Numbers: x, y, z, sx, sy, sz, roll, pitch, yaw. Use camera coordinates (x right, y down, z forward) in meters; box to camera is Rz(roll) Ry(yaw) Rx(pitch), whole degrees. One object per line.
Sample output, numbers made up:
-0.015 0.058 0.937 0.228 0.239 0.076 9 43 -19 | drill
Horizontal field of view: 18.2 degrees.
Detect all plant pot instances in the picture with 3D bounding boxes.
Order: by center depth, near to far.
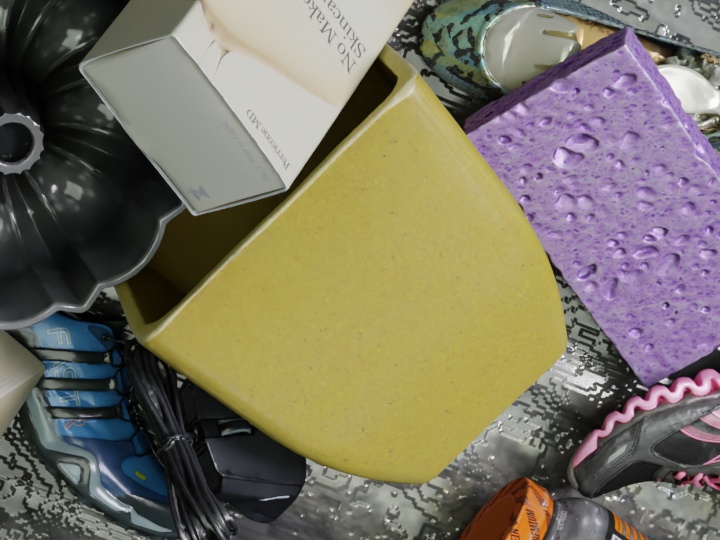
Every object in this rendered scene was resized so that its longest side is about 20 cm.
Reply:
0.000 0.000 1.237 0.196 0.194 0.200 -45 114 4 | plant pot

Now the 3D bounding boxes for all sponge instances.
0.157 -0.033 1.274 0.111 0.030 0.200 -29 114 22 | sponge

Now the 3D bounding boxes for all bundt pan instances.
-0.188 -0.076 1.160 0.202 0.076 0.202 -8 112 -19 | bundt pan

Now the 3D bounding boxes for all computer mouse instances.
-0.059 0.116 1.228 0.046 0.200 0.141 -23 66 10 | computer mouse

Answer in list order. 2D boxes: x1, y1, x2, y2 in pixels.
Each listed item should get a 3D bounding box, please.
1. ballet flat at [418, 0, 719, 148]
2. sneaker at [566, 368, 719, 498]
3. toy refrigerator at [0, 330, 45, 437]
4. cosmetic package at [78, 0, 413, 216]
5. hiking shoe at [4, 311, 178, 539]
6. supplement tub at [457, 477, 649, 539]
0.134 -0.118 1.281 0.200 0.074 0.074 11 98 -5 | ballet flat
0.220 0.102 1.302 0.200 0.079 0.096 -21 76 1 | sneaker
-0.265 0.113 1.255 0.076 0.070 0.200 39 113 6 | toy refrigerator
-0.045 -0.134 1.143 0.073 0.200 0.104 -13 125 41 | cosmetic package
-0.155 0.069 1.289 0.087 0.074 0.200 -43 98 4 | hiking shoe
0.146 0.215 1.305 0.200 0.123 0.123 36 95 -7 | supplement tub
